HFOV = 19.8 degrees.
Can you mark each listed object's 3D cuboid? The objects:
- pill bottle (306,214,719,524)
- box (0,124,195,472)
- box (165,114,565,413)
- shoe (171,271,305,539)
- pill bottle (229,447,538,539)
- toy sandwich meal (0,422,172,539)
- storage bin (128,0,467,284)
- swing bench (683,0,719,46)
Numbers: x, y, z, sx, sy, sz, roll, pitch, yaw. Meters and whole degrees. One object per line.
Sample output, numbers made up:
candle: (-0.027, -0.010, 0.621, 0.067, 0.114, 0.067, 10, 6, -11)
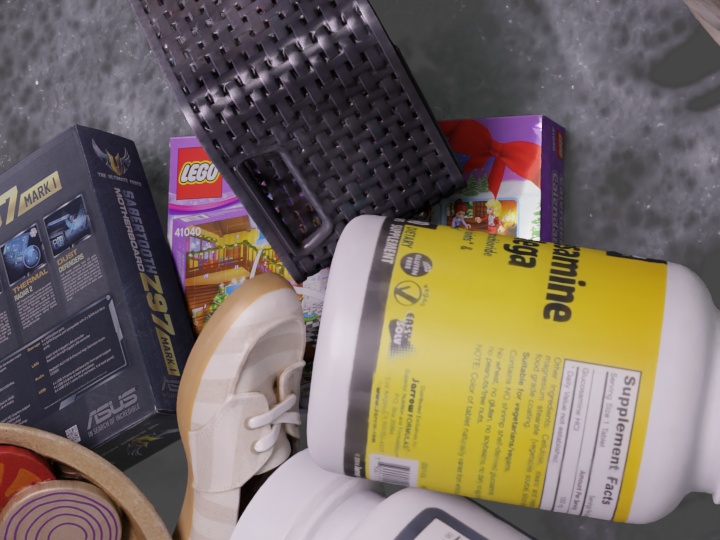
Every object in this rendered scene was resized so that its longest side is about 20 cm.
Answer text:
pill bottle: (0.083, 0.045, 0.877, 0.198, 0.112, 0.113, 9, 85, 5)
box: (-0.178, 0.043, 1.038, 0.199, 0.051, 0.159, -31, 67, 26)
box: (0.000, 0.000, 0.996, 0.199, 0.039, 0.138, -1, 82, 23)
shoe: (-0.049, 0.089, 0.956, 0.053, 0.070, 0.201, 33, 131, 26)
pill bottle: (0.040, 0.165, 0.910, 0.199, 0.119, 0.120, 29, 94, 25)
toy sandwich meal: (-0.173, 0.168, 0.951, 0.204, 0.070, 0.207, -1, 112, -3)
storage bin: (-0.043, -0.112, 0.945, 0.093, 0.135, 0.201, -29, 51, 3)
swing bench: (0.169, -0.212, 0.870, 0.130, 0.199, 0.200, 40, 97, 23)
